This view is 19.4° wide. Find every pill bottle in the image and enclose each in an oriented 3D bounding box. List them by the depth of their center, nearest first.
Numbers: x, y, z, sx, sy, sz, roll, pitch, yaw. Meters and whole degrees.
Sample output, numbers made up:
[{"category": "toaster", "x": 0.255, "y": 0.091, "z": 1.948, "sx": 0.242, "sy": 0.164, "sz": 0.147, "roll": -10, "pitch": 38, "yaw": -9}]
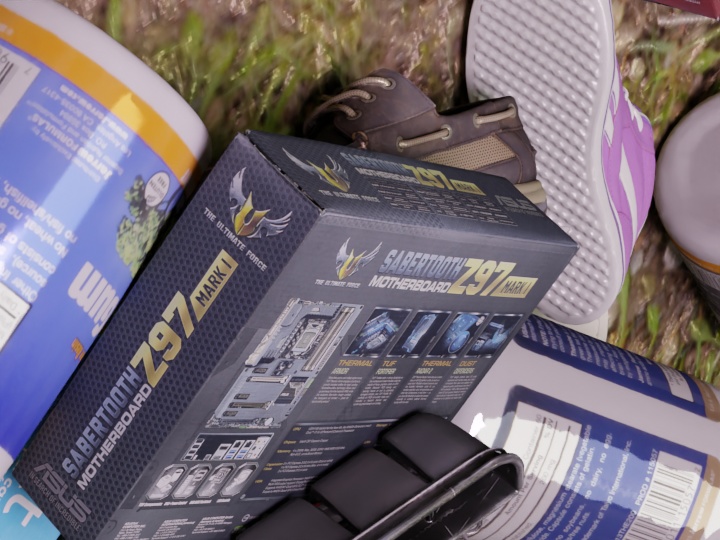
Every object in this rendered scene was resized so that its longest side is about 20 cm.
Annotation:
[{"category": "pill bottle", "x": -0.147, "y": 0.009, "z": 0.719, "sx": 0.200, "sy": 0.112, "sz": 0.112, "roll": -58, "pitch": 144, "yaw": -12}, {"category": "pill bottle", "x": 0.068, "y": 0.075, "z": 0.981, "sx": 0.199, "sy": 0.111, "sz": 0.111, "roll": 21, "pitch": 92, "yaw": -21}, {"category": "pill bottle", "x": 0.250, "y": -0.012, "z": 1.221, "sx": 0.117, "sy": 0.116, "sz": 0.200, "roll": -58, "pitch": 144, "yaw": -13}]

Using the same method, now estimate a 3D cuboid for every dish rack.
[{"category": "dish rack", "x": -0.009, "y": 0.157, "z": 0.863, "sx": 0.153, "sy": 0.055, "sz": 0.201, "roll": -31, "pitch": 144, "yaw": -27}]

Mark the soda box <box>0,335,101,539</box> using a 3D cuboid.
[{"category": "soda box", "x": -0.167, "y": 0.101, "z": 0.787, "sx": 0.200, "sy": 0.064, "sz": 0.068, "roll": -58, "pitch": 144, "yaw": -14}]

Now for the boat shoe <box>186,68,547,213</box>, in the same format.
[{"category": "boat shoe", "x": 0.001, "y": -0.049, "z": 0.931, "sx": 0.200, "sy": 0.074, "sz": 0.074, "roll": -4, "pitch": 87, "yaw": -47}]

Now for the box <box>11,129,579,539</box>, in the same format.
[{"category": "box", "x": -0.018, "y": 0.031, "z": 0.802, "sx": 0.158, "sy": 0.051, "sz": 0.200, "roll": -54, "pitch": 154, "yaw": 18}]

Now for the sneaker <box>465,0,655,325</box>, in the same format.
[{"category": "sneaker", "x": 0.105, "y": -0.087, "z": 1.049, "sx": 0.114, "sy": 0.072, "sz": 0.201, "roll": -51, "pitch": 141, "yaw": -53}]

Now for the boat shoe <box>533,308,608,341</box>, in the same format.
[{"category": "boat shoe", "x": 0.068, "y": 0.078, "z": 1.082, "sx": 0.202, "sy": 0.072, "sz": 0.060, "roll": -66, "pitch": -171, "yaw": -23}]

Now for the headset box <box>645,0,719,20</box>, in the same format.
[{"category": "headset box", "x": 0.163, "y": -0.233, "z": 1.021, "sx": 0.149, "sy": 0.077, "sz": 0.200, "roll": -53, "pitch": 141, "yaw": -19}]

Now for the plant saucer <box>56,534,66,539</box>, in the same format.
[{"category": "plant saucer", "x": -0.092, "y": 0.176, "z": 0.881, "sx": 0.200, "sy": 0.027, "sz": 0.201, "roll": -19, "pitch": 120, "yaw": -35}]

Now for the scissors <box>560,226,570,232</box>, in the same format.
[{"category": "scissors", "x": 0.000, "y": 0.000, "z": 0.923, "sx": 0.200, "sy": 0.073, "sz": 0.014, "roll": -29, "pitch": 152, "yaw": -28}]
